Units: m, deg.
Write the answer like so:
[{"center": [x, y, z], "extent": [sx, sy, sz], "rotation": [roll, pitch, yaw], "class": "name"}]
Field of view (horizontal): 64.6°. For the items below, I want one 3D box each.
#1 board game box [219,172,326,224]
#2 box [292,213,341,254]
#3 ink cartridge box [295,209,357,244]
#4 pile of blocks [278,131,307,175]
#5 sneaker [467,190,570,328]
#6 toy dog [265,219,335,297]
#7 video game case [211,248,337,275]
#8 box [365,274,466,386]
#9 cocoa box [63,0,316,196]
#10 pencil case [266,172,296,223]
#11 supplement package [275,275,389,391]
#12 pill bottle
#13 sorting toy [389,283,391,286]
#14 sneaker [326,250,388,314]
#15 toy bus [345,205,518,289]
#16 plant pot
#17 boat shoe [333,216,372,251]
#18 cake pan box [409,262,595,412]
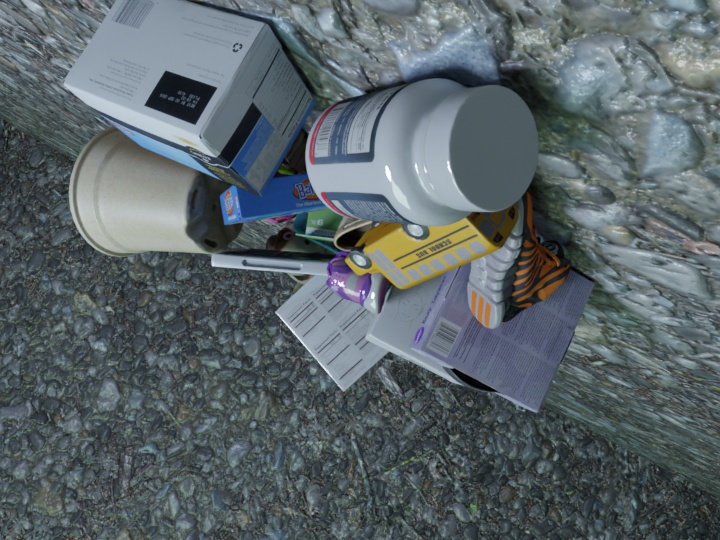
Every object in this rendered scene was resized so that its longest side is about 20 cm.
[{"center": [-0.072, -0.099, 0.741], "extent": [0.200, 0.045, 0.152], "rotation": [-11, -175, -21], "class": "board game box"}, {"center": [-0.016, -0.064, 1.023], "extent": [0.200, 0.082, 0.049], "rotation": [27, 171, 1], "class": "box"}, {"center": [-0.023, -0.069, 0.888], "extent": [0.104, 0.059, 0.200], "rotation": [9, 180, 10], "class": "ink cartridge box"}, {"center": [-0.111, -0.166, 0.788], "extent": [0.082, 0.062, 0.200], "rotation": [24, 170, 24], "class": "pile of blocks"}, {"center": [0.183, -0.030, 0.647], "extent": [0.078, 0.112, 0.200], "rotation": [50, 154, 39], "class": "sneaker"}, {"center": [-0.117, -0.041, 1.141], "extent": [0.139, 0.194, 0.200], "rotation": [36, -178, 8], "class": "toy dog"}, {"center": [-0.119, -0.016, 0.918], "extent": [0.182, 0.023, 0.200], "rotation": [5, -176, 4], "class": "video game case"}, {"center": [0.119, 0.041, 0.816], "extent": [0.152, 0.200, 0.106], "rotation": [27, 171, 1], "class": "box"}, {"center": [-0.176, -0.189, 0.609], "extent": [0.200, 0.133, 0.131], "rotation": [24, 171, 24], "class": "cocoa box"}, {"center": [-0.141, -0.138, 0.999], "extent": [0.200, 0.094, 0.091], "rotation": [142, 106, -82], "class": "pencil case"}, {"center": [-0.032, 0.105, 1.129], "extent": [0.200, 0.151, 0.152], "rotation": [48, -175, 7], "class": "supplement package"}, {"center": [0.046, -0.099, 0.491], "extent": [0.120, 0.120, 0.200], "rotation": [33, 171, -31], "class": "pill bottle"}, {"center": [0.068, 0.040, 1.083], "extent": [0.200, 0.107, 0.180], "rotation": [28, -159, -1], "class": "sorting toy"}, {"center": [0.000, 0.000, 0.794], "extent": [0.088, 0.081, 0.200], "rotation": [13, -170, 4], "class": "sneaker"}, {"center": [0.066, -0.036, 0.612], "extent": [0.078, 0.065, 0.200], "rotation": [43, 147, -13], "class": "toy bus"}, {"center": [-0.278, -0.105, 0.838], "extent": [0.183, 0.201, 0.200], "rotation": [11, 165, 24], "class": "plant pot"}, {"center": [0.060, -0.051, 0.719], "extent": [0.200, 0.065, 0.071], "rotation": [-5, 126, 32], "class": "boat shoe"}, {"center": [0.184, 0.061, 0.736], "extent": [0.184, 0.200, 0.052], "rotation": [27, 172, -9], "class": "cake pan box"}]
